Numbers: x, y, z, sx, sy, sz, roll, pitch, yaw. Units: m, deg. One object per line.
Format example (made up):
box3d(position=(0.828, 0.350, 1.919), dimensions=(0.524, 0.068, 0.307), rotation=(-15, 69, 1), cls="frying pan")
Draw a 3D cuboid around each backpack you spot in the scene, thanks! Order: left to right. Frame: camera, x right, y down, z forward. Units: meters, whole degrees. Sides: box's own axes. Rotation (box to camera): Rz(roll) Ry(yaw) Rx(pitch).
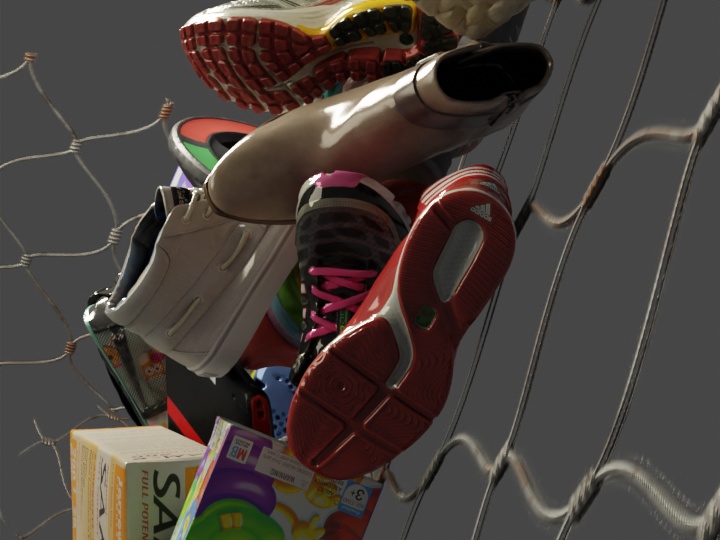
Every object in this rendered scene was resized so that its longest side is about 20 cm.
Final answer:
box3d(position=(-0.117, 0.085, 1.784), dimensions=(0.176, 0.153, 0.200), rotation=(-54, -54, -75), cls="backpack")

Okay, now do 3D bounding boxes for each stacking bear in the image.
box3d(position=(0.000, 0.000, 1.447), dimensions=(0.200, 0.121, 0.114), rotation=(144, 141, -61), cls="stacking bear")

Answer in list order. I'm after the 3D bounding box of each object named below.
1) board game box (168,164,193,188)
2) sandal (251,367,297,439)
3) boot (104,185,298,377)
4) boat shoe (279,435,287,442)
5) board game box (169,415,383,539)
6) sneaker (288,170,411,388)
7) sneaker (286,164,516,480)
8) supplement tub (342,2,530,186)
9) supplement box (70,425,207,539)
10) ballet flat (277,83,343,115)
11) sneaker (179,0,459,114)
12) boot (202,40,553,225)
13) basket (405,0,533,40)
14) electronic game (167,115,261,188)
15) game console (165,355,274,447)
box3d(position=(-0.071, -0.020, 1.737), dimensions=(0.045, 0.134, 0.200), rotation=(-65, 22, 18), cls="board game box")
box3d(position=(-0.024, 0.051, 1.602), dimensions=(0.087, 0.079, 0.200), rotation=(177, 114, -79), cls="sandal")
box3d(position=(-0.086, -0.036, 1.413), dimensions=(0.200, 0.095, 0.074), rotation=(-62, 21, -5), cls="boot")
box3d(position=(-0.059, 0.158, 1.551), dimensions=(0.200, 0.067, 0.074), rotation=(120, 170, -52), cls="boat shoe")
box3d(position=(-0.074, 0.203, 1.341), dimensions=(0.103, 0.105, 0.200), rotation=(172, 119, -83), cls="board game box")
box3d(position=(-0.006, 0.032, 1.327), dimensions=(0.088, 0.074, 0.200), rotation=(-78, -11, -47), cls="sneaker")
box3d(position=(0.034, 0.026, 1.262), dimensions=(0.200, 0.078, 0.116), rotation=(-53, 3, 22), cls="sneaker")
box3d(position=(0.051, -0.151, 1.500), dimensions=(0.107, 0.107, 0.200), rotation=(124, 166, -63), cls="supplement tub")
box3d(position=(-0.149, 0.179, 1.501), dimensions=(0.200, 0.073, 0.126), rotation=(-176, 85, -72), cls="supplement box")
box3d(position=(-0.028, -0.104, 1.551), dimensions=(0.200, 0.064, 0.076), rotation=(76, -149, -48), cls="ballet flat")
box3d(position=(-0.024, -0.157, 1.433), dimensions=(0.082, 0.200, 0.078), rotation=(-70, -30, -47), cls="sneaker")
box3d(position=(0.016, -0.092, 1.322), dimensions=(0.200, 0.070, 0.146), rotation=(-24, -2, -31), cls="boot")
box3d(position=(0.059, -0.272, 1.277), dimensions=(0.200, 0.198, 0.161), rotation=(-32, 35, 53), cls="basket")
box3d(position=(-0.061, -0.072, 1.755), dimensions=(0.200, 0.200, 0.042), rotation=(-84, 18, -70), cls="electronic game")
box3d(position=(-0.094, 0.129, 1.507), dimensions=(0.200, 0.031, 0.177), rotation=(-139, 46, -61), cls="game console")
